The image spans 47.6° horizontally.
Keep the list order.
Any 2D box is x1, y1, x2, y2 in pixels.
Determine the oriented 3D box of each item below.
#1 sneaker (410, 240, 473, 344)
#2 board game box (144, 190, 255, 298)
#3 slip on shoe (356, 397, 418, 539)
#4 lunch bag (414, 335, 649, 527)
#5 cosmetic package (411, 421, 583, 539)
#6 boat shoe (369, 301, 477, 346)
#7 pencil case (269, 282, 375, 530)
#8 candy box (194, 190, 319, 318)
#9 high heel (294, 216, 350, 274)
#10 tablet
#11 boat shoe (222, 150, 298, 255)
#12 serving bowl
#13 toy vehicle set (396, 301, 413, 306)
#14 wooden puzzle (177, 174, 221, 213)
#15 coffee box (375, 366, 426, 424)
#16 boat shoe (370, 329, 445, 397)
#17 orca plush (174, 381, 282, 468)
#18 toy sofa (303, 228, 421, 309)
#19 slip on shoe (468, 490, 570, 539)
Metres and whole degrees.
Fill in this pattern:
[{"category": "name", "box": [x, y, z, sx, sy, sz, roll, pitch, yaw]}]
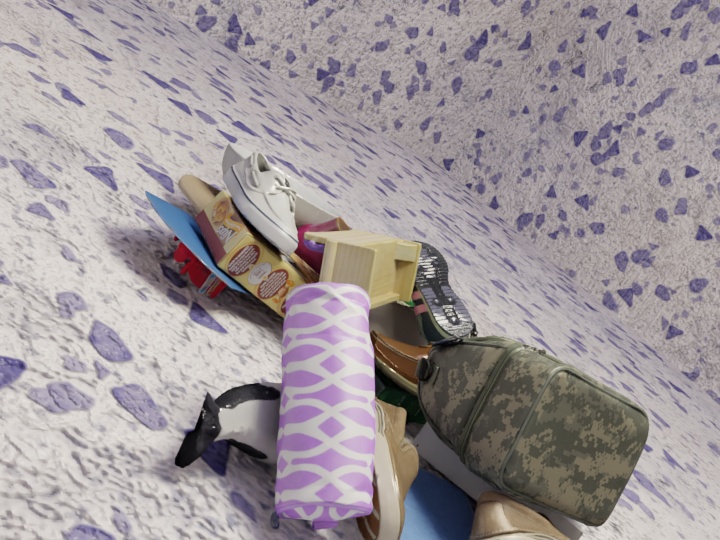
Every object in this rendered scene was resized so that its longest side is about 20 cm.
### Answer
[{"category": "sneaker", "box": [0.092, 0.044, 1.125, 0.069, 0.083, 0.201, 2, 41, -16]}, {"category": "board game box", "box": [-0.192, -0.014, 0.964, 0.158, 0.039, 0.200, 46, 2, 13]}, {"category": "slip on shoe", "box": [0.026, 0.179, 0.750, 0.060, 0.077, 0.200, 8, 13, -9]}, {"category": "lunch bag", "box": [0.168, 0.151, 0.839, 0.199, 0.141, 0.167, 27, -3, -34]}, {"category": "cosmetic package", "box": [0.150, 0.234, 0.908, 0.199, 0.051, 0.083, 37, 5, 9]}, {"category": "boat shoe", "box": [0.063, 0.090, 1.185, 0.198, 0.076, 0.093, 12, -15, -20]}, {"category": "pencil case", "box": [-0.027, 0.111, 0.679, 0.083, 0.203, 0.086, -1, -24, 6]}, {"category": "candy box", "box": [-0.105, 0.001, 0.997, 0.200, 0.055, 0.116, 44, 5, -38]}, {"category": "high heel", "box": [-0.032, 0.003, 1.158, 0.068, 0.095, 0.201, -90, 155, -46]}, {"category": "tablet", "box": [0.074, 0.252, 0.783, 0.129, 0.014, 0.200, 30, 15, -19]}, {"category": "boat shoe", "box": [-0.111, -0.090, 0.970, 0.074, 0.065, 0.200, 41, 6, -41]}, {"category": "serving bowl", "box": [-0.122, -0.103, 1.182, 0.199, 0.066, 0.200, 34, 6, -4]}, {"category": "toy vehicle set", "box": [0.038, 0.052, 1.299, 0.199, 0.027, 0.125, 30, 15, -19]}, {"category": "wooden puzzle", "box": [-0.152, -0.049, 1.163, 0.199, 0.037, 0.185, 23, 19, -51]}, {"category": "coffee box", "box": [0.054, 0.138, 1.032, 0.199, 0.044, 0.123, 21, 20, -43]}, {"category": "boat shoe", "box": [0.096, 0.115, 0.948, 0.199, 0.074, 0.076, 30, 7, -21]}, {"category": "orca plush", "box": [-0.095, 0.143, 0.708, 0.199, 0.070, 0.107, -3, 84, -60]}, {"category": "toy sofa", "box": [0.000, 0.000, 1.016, 0.096, 0.084, 0.200, 13, 8, 18]}, {"category": "slip on shoe", "box": [0.174, 0.266, 0.793, 0.199, 0.076, 0.061, 28, 47, -36]}]
